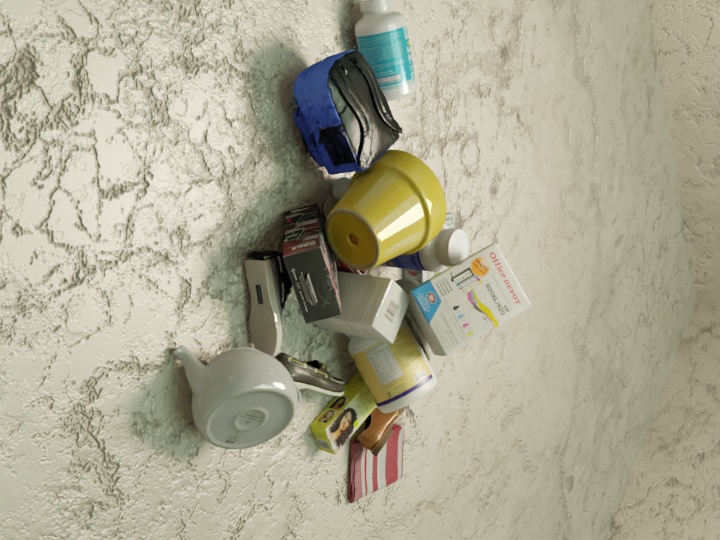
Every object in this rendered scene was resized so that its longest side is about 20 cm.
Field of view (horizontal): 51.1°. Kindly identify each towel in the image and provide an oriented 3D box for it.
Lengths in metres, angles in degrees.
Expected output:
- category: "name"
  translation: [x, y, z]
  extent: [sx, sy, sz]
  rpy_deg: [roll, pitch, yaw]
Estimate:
- category: "towel"
  translation: [0.042, 0.449, 1.771]
  extent: [0.199, 0.023, 0.146]
  rpy_deg: [-6, 101, -51]

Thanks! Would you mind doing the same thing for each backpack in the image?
- category: "backpack"
  translation: [-0.045, -0.302, 1.433]
  extent: [0.163, 0.166, 0.202]
  rpy_deg: [-51, 127, -43]

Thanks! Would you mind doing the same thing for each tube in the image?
- category: "tube"
  translation: [0.015, -0.163, 1.632]
  extent: [0.199, 0.050, 0.079]
  rpy_deg: [3, 95, -58]

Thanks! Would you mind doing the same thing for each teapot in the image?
- category: "teapot"
  translation: [-0.207, 0.207, 1.329]
  extent: [0.195, 0.147, 0.202]
  rpy_deg: [-17, 136, -9]

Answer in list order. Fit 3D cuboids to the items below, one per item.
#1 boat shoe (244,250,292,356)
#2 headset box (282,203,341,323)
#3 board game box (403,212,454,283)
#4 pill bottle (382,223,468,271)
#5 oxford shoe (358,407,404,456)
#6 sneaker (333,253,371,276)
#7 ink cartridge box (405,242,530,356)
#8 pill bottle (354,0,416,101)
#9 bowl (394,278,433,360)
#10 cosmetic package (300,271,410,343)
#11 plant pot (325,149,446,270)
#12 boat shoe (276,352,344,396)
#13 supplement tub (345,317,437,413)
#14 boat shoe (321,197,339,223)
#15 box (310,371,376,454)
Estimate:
- category: "boat shoe"
  translation: [-0.159, 0.058, 1.419]
  extent: [0.092, 0.074, 0.203]
  rpy_deg: [-18, 109, -54]
- category: "headset box"
  translation: [-0.091, -0.011, 1.403]
  extent: [0.201, 0.074, 0.150]
  rpy_deg: [-100, 174, -59]
- category: "board game box"
  translation: [0.168, -0.031, 1.824]
  extent: [0.147, 0.064, 0.203]
  rpy_deg: [-15, 106, -48]
- category: "pill bottle"
  translation: [0.135, -0.056, 1.669]
  extent: [0.111, 0.198, 0.114]
  rpy_deg: [-11, 104, -49]
- category: "oxford shoe"
  translation: [0.054, 0.334, 1.738]
  extent: [0.200, 0.071, 0.072]
  rpy_deg: [-49, 172, -52]
- category: "sneaker"
  translation: [0.000, 0.000, 1.578]
  extent: [0.200, 0.111, 0.072]
  rpy_deg: [42, 62, -45]
- category: "ink cartridge box"
  translation: [0.211, 0.061, 1.522]
  extent: [0.198, 0.145, 0.148]
  rpy_deg: [-29, 87, -6]
- category: "pill bottle"
  translation: [0.050, -0.463, 1.573]
  extent: [0.110, 0.110, 0.203]
  rpy_deg: [-35, 122, -43]
- category: "bowl"
  translation: [0.136, 0.093, 1.682]
  extent: [0.090, 0.201, 0.202]
  rpy_deg: [-30, 125, -5]
- category: "cosmetic package"
  translation: [-0.013, 0.068, 1.503]
  extent: [0.085, 0.198, 0.109]
  rpy_deg: [41, 66, -43]
- category: "plant pot"
  translation: [0.035, -0.101, 1.441]
  extent: [0.189, 0.199, 0.203]
  rpy_deg: [-40, 125, -40]
- category: "boat shoe"
  translation: [-0.097, 0.211, 1.521]
  extent: [0.200, 0.071, 0.061]
  rpy_deg: [21, 83, -48]
- category: "supplement tub"
  translation: [0.061, 0.185, 1.612]
  extent: [0.145, 0.145, 0.202]
  rpy_deg: [-25, 86, -46]
- category: "boat shoe"
  translation: [-0.029, -0.085, 1.587]
  extent: [0.200, 0.057, 0.067]
  rpy_deg: [42, 70, -41]
- category: "box"
  translation: [-0.024, 0.303, 1.644]
  extent: [0.200, 0.050, 0.076]
  rpy_deg: [-46, 128, -38]
